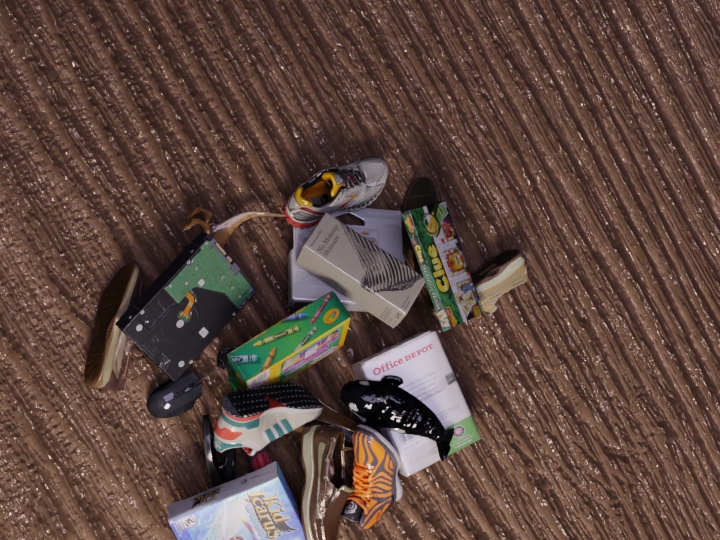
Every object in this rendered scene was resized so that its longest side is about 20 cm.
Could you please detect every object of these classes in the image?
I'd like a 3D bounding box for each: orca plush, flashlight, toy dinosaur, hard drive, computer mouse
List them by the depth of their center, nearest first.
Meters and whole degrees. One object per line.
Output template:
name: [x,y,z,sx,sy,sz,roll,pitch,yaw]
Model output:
hard drive: [-0.272,0.056,1.467,0.200,0.038,0.140,-49,130,-15]
orca plush: [0.062,0.236,1.469,0.200,0.071,0.105,41,83,-5]
flashlight: [-0.153,0.316,1.484,0.067,0.068,0.202,-20,92,21]
computer mouse: [-0.252,0.176,1.499,0.199,0.034,0.059,-31,92,-15]
toy dinosaur: [-0.235,-0.060,1.521,0.200,0.060,0.106,-47,117,-5]

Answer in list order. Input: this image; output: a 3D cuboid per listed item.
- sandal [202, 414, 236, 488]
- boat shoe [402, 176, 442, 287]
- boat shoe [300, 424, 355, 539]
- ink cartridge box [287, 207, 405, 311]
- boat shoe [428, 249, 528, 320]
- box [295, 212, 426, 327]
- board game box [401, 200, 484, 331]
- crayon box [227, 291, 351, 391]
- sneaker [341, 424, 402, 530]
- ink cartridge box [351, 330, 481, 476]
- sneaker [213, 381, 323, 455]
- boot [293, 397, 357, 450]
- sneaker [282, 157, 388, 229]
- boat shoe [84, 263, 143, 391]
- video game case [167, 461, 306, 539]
sandal: [-0.216,0.322,1.477,0.047,0.075,0.202,-12,97,-8]
boat shoe: [0.121,-0.059,1.603,0.068,0.071,0.202,22,61,-53]
boat shoe: [-0.047,0.342,1.431,0.074,0.075,0.205,-7,87,26]
ink cartridge box: [-0.024,-0.020,1.571,0.198,0.044,0.175,4,67,-14]
boat shoe: [0.213,0.043,1.617,0.199,0.072,0.077,-30,109,-13]
box: [0.000,0.000,1.508,0.199,0.068,0.082,33,62,-2]
board game box: [0.137,-0.010,1.523,0.104,0.023,0.202,-19,89,-46]
crayon box: [-0.114,0.125,1.481,0.199,0.119,0.058,-31,72,-20]
sneaker: [0.009,0.341,1.475,0.112,0.077,0.201,-46,137,-32]
ink cartridge box: [0.091,0.218,1.557,0.145,0.084,0.202,-23,91,-14]
sneaker: [-0.146,0.233,1.434,0.199,0.070,0.094,0,122,-49]
boot: [-0.084,0.239,1.516,0.199,0.075,0.074,24,84,-8]
sneaker: [-0.033,-0.135,1.546,0.199,0.082,0.078,-30,78,-24]
boat shoe: [-0.373,0.091,1.466,0.072,0.072,0.202,25,69,-42]
video game case: [-0.174,0.416,1.436,0.180,0.046,0.201,-22,114,-1]
